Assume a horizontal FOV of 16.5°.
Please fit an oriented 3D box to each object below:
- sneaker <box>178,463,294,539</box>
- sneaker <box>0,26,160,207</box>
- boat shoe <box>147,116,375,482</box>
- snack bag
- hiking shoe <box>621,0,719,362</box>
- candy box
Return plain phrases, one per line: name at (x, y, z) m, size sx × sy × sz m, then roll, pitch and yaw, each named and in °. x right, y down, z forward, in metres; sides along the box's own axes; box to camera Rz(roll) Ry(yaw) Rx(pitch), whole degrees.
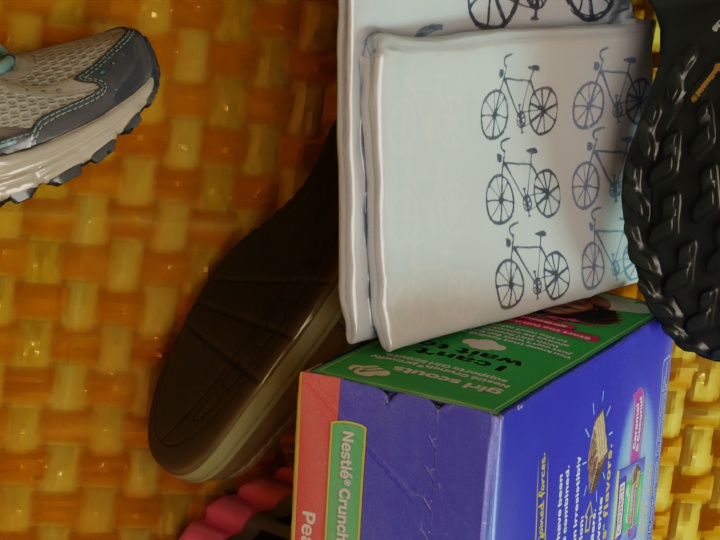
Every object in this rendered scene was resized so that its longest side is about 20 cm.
sneaker at (-0.044, 0.161, 0.936) m, size 0.200 × 0.079 × 0.095 m, roll -52°, pitch 142°, yaw -8°
sneaker at (-0.164, -0.054, 0.827) m, size 0.200 × 0.078 × 0.086 m, roll -20°, pitch 106°, yaw -16°
boat shoe at (-0.001, -0.001, 0.906) m, size 0.063 × 0.073 × 0.201 m, roll 40°, pitch 76°, yaw -33°
snack bag at (0.051, -0.082, 0.874) m, size 0.188 × 0.021 × 0.200 m, roll -10°, pitch 101°, yaw -53°
hiking shoe at (0.144, -0.067, 0.919) m, size 0.087 × 0.074 × 0.200 m, roll -6°, pitch 95°, yaw -57°
candy box at (0.044, 0.103, 0.881) m, size 0.077 × 0.200 × 0.169 m, roll 9°, pitch 102°, yaw 20°
